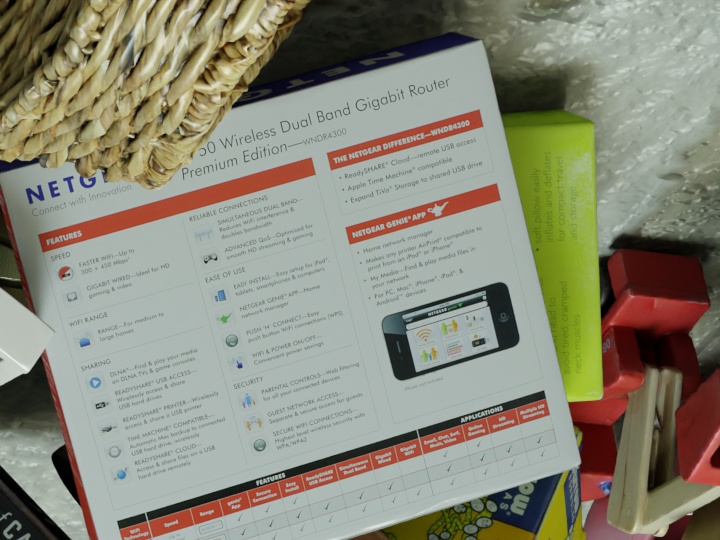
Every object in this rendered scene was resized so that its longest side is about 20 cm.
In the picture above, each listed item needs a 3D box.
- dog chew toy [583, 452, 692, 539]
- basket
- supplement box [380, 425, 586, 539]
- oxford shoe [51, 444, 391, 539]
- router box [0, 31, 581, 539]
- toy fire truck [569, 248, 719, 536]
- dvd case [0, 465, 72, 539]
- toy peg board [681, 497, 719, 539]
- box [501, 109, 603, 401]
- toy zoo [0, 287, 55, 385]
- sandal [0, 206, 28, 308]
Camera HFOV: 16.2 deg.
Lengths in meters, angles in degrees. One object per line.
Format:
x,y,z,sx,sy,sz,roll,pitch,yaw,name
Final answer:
0.181,0.150,1.313,0.124,0.125,0.200,-16,172,10,dog chew toy
-0.039,-0.114,0.875,0.148,0.143,0.200,12,141,-26,basket
-0.006,0.114,1.167,0.199,0.110,0.109,16,149,17,supplement box
-0.042,0.116,1.078,0.199,0.071,0.071,27,154,19,oxford shoe
-0.028,0.018,1.009,0.199,0.181,0.049,-15,-169,-10,router box
0.132,0.070,1.179,0.048,0.142,0.200,7,142,-22,toy fire truck
-0.147,0.118,1.121,0.025,0.150,0.200,-45,168,-7,dvd case
0.266,0.081,1.159,0.199,0.200,0.098,-35,100,32,toy peg board
0.000,0.000,1.063,0.199,0.123,0.048,-5,-171,-12,box
-0.189,0.001,0.986,0.131,0.021,0.200,37,163,-9,toy zoo
-0.111,0.001,1.099,0.199,0.081,0.054,5,165,-25,sandal
